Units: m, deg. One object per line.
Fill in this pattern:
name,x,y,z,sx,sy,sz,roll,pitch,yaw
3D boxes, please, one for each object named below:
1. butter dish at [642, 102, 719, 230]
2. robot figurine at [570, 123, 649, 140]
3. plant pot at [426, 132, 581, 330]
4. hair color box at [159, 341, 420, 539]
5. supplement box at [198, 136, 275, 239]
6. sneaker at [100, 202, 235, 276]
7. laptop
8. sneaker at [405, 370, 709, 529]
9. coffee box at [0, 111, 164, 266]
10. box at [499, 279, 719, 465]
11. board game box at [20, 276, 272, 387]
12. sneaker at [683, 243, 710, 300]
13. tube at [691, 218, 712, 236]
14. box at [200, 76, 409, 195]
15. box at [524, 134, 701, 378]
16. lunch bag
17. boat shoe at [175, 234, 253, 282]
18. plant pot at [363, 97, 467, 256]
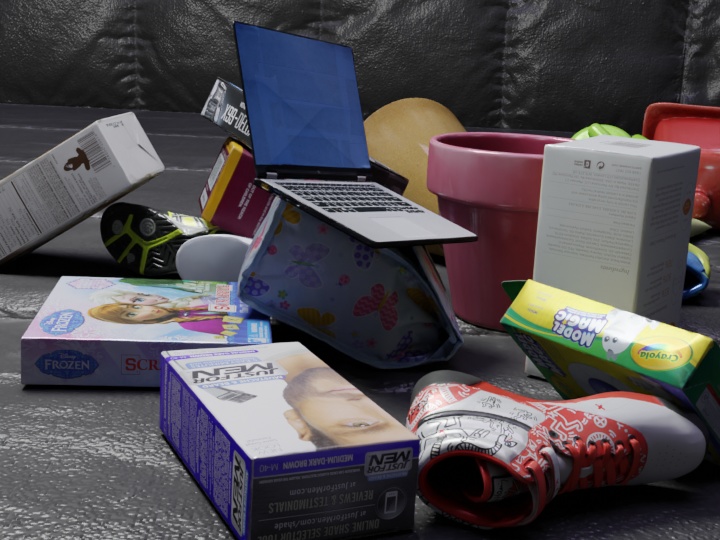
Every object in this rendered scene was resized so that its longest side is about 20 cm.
butter dish,0.514,-0.133,1.670,0.197,0.202,0.148,9,38,21
robot figurine,0.363,-0.141,1.647,0.116,0.175,0.200,47,1,25
plant pot,0.163,-0.041,1.126,0.198,0.181,0.200,3,14,-1
hair color box,-0.054,0.105,0.717,0.108,0.066,0.200,-3,16,-25
supplement box,-0.072,-0.063,1.216,0.199,0.086,0.110,25,8,-14
sneaker,-0.199,-0.027,1.242,0.198,0.076,0.076,17,9,12
laptop,0.000,-0.114,0.950,0.199,0.117,0.187,29,18,27
sneaker,0.126,0.123,0.694,0.199,0.068,0.108,10,25,1
coffee box,-0.332,-0.089,1.227,0.199,0.080,0.114,-28,6,15
box,0.189,0.071,0.818,0.199,0.049,0.117,23,-19,52
board game box,-0.177,0.050,0.961,0.197,0.042,0.200,2,13,-7
sneaker,0.305,-0.010,1.257,0.198,0.077,0.105,5,14,3
tube,0.442,-0.063,1.577,0.058,0.052,0.199,53,26,16
box,-0.063,-0.135,1.205,0.157,0.050,0.200,21,10,-39
box,0.219,-0.009,0.959,0.097,0.202,0.124,12,15,33
lunch bag,0.000,0.000,1.012,0.199,0.128,0.170,29,12,-7
boat shoe,-0.090,0.004,1.141,0.198,0.074,0.065,13,9,-4
plant pot,0.096,-0.101,1.419,0.184,0.188,0.200,-2,27,-22
